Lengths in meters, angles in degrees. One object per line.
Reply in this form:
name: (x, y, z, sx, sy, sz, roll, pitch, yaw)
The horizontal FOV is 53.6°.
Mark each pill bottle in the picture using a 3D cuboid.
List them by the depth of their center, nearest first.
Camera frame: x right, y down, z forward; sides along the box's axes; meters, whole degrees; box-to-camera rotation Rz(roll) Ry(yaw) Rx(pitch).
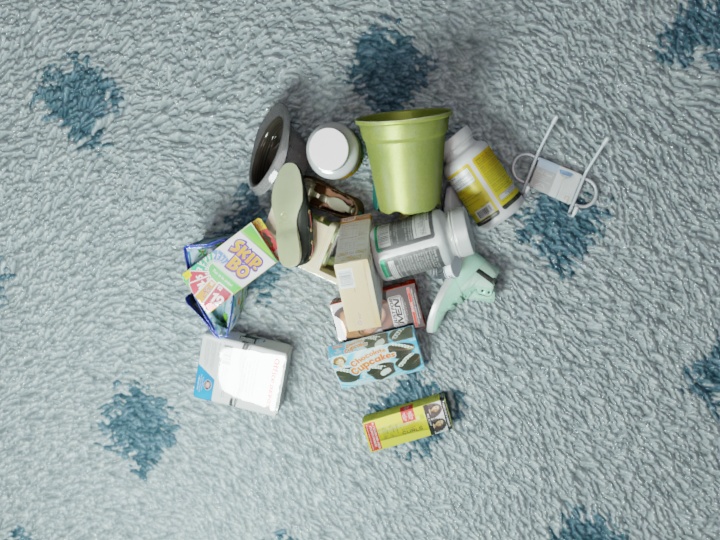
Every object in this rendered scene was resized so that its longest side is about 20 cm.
pill bottle: (0.126, -0.056, 1.433, 0.194, 0.113, 0.116, -14, 96, 15)
pill bottle: (-0.053, -0.246, 1.468, 0.107, 0.200, 0.115, 1, 97, 5)
pill bottle: (0.245, -0.195, 1.492, 0.111, 0.112, 0.202, -34, 93, 8)

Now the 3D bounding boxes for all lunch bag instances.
lunch bag: (-0.304, 0.031, 1.541, 0.123, 0.170, 0.206, -10, 97, 2)

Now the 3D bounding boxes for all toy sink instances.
toy sink: (-0.103, -0.066, 1.532, 0.196, 0.130, 0.115, 25, 98, 2)

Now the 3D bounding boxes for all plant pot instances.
plant pot: (0.092, -0.217, 1.428, 0.194, 0.201, 0.190, -3, 107, 5)

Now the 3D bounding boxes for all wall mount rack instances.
wall mount rack: (0.423, -0.216, 1.492, 0.195, 0.075, 0.178, 22, 98, 1)

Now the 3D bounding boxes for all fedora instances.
fedora: (-0.165, -0.243, 1.514, 0.089, 0.204, 0.177, 21, 137, -28)

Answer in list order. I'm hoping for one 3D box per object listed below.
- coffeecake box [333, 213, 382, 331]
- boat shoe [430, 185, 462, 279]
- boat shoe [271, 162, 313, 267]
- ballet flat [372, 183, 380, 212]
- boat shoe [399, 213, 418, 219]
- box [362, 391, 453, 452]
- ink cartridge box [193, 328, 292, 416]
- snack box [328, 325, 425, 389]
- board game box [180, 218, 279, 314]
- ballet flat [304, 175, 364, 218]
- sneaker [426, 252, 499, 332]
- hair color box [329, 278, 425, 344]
coffeecake box: (0.000, 0.000, 1.473, 0.071, 0.202, 0.157, -8, 119, 8)
boat shoe: (0.179, -0.081, 1.523, 0.066, 0.071, 0.207, -5, 76, 33)
boat shoe: (-0.133, -0.111, 1.436, 0.072, 0.063, 0.208, 0, 96, 28)
ballet flat: (0.055, -0.230, 1.536, 0.068, 0.067, 0.207, -7, 95, -18)
boat shoe: (0.119, -0.101, 1.536, 0.071, 0.069, 0.207, -5, 95, 7)
box: (0.106, 0.341, 1.604, 0.194, 0.050, 0.077, -16, 96, 7)
ink cartridge box: (-0.262, 0.225, 1.605, 0.194, 0.086, 0.151, 13, 99, 2)
snack box: (0.036, 0.193, 1.567, 0.194, 0.038, 0.118, -15, 133, 7)
board game box: (-0.257, -0.010, 1.442, 0.198, 0.030, 0.097, -37, 97, -1)
ballet flat: (-0.084, -0.158, 1.547, 0.195, 0.072, 0.069, 24, 95, 2)
sneaker: (0.225, 0.064, 1.543, 0.116, 0.074, 0.204, 29, 96, 7)
hair color box: (0.038, 0.095, 1.573, 0.194, 0.061, 0.104, -15, 97, 8)
